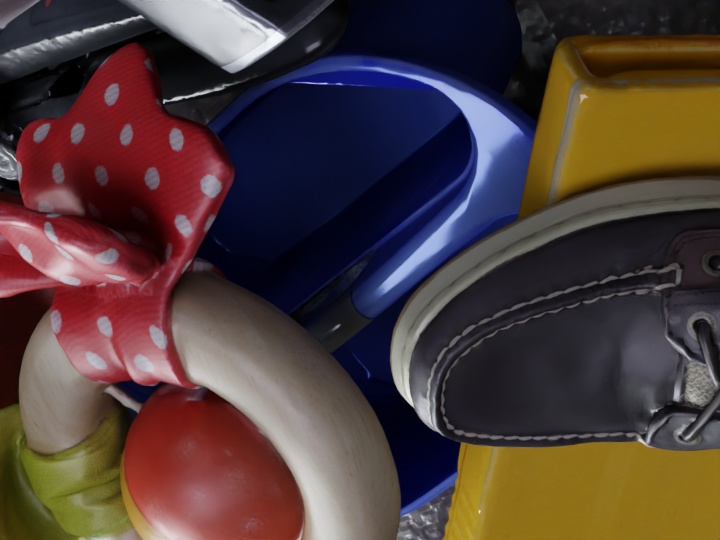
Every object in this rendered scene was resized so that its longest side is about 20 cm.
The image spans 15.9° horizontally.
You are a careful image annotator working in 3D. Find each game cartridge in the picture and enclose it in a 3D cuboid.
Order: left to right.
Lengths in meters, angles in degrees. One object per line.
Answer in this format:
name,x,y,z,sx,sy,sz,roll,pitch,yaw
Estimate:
game cartridge,0.122,0.019,0.776,0.175,0.033,0.201,-2,129,-17

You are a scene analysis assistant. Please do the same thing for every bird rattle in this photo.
bird rattle,-0.057,0.040,0.785,0.163,0.113,0.200,32,127,8

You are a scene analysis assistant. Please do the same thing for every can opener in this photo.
can opener,-0.079,-0.072,0.802,0.063,0.079,0.200,34,155,-27

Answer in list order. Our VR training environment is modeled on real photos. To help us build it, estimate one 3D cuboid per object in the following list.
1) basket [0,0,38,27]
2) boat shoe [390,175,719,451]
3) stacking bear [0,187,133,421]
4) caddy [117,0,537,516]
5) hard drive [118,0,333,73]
basket,-0.174,-0.161,0.754,0.199,0.136,0.124,19,123,15
boat shoe,0.109,0.017,0.706,0.199,0.065,0.072,-7,129,-13
stacking bear,-0.171,0.063,0.953,0.199,0.114,0.121,-18,133,43
caddy,0.000,0.000,0.830,0.141,0.105,0.200,45,128,-9
hard drive,-0.028,-0.143,0.694,0.135,0.200,0.042,32,141,3
